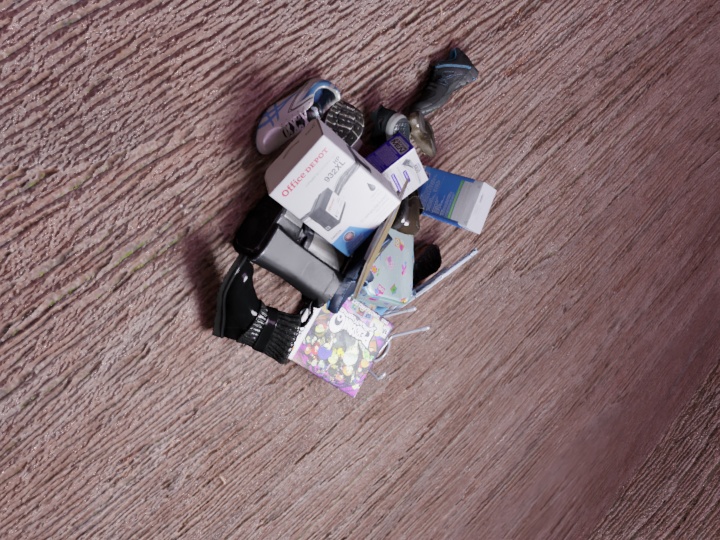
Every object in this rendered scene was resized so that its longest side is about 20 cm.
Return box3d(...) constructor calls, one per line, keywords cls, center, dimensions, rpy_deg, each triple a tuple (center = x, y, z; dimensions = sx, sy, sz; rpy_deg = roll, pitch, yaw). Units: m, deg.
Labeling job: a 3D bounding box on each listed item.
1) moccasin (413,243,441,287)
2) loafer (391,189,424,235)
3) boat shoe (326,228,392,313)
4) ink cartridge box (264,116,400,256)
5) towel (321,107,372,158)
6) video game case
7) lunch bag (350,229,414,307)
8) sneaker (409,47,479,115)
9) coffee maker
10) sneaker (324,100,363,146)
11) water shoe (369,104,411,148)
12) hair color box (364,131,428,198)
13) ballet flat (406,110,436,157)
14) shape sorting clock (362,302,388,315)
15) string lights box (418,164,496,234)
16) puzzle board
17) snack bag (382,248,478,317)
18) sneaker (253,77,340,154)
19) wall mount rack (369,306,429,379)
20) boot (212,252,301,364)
box3d(cls="moccasin", center=(0.128, -0.007, 1.804), dimensions=(0.201, 0.077, 0.075), rpy_deg=(-43, 119, -47))
box3d(cls="loafer", center=(0.097, -0.138, 1.651), dimensions=(0.071, 0.073, 0.202), rpy_deg=(38, 35, -23))
box3d(cls="boat shoe", center=(0.000, 0.000, 1.539), dimensions=(0.202, 0.068, 0.084), rpy_deg=(-61, 177, -7))
box3d(cls="ink cartridge box", center=(-0.050, -0.145, 1.376), dimensions=(0.145, 0.084, 0.199), rpy_deg=(-44, 121, 15))
box3d(cls="towel", center=(-0.048, -0.219, 1.566), dimensions=(0.200, 0.023, 0.145), rpy_deg=(40, 76, -48))
box3d(cls="video game case", center=(-0.050, 0.142, 1.642), dimensions=(0.199, 0.036, 0.183), rpy_deg=(34, 83, -21))
box3d(cls="lunch bag", center=(0.038, -0.030, 1.656), dimensions=(0.159, 0.076, 0.204), rpy_deg=(13, 72, -41))
box3d(cls="sneaker", center=(0.168, -0.407, 1.697), dimensions=(0.200, 0.073, 0.082), rpy_deg=(-43, 105, -22))
box3d(cls="coffee maker", center=(-0.132, -0.020, 1.459), dimensions=(0.199, 0.133, 0.195), rpy_deg=(33, 64, -39))
box3d(cls="sneaker", center=(-0.055, -0.234, 1.487), dimensions=(0.078, 0.089, 0.203), rpy_deg=(25, 69, -16))
box3d(cls="water shoe", center=(0.062, -0.271, 1.627), dimensions=(0.071, 0.079, 0.201), rpy_deg=(-42, 158, -21))
box3d(cls="hair color box", center=(0.031, -0.171, 1.559), dimensions=(0.199, 0.065, 0.110), rpy_deg=(-36, 145, -1))
box3d(cls="ballet flat", center=(0.129, -0.294, 1.678), dimensions=(0.200, 0.046, 0.069), rpy_deg=(26, 54, -72))
box3d(cls="shape sorting clock", center=(0.013, 0.058, 1.733), dimensions=(0.198, 0.039, 0.203), rpy_deg=(-21, 121, -40))
box3d(cls="string lights box", center=(0.191, -0.161, 1.708), dimensions=(0.059, 0.199, 0.104), rpy_deg=(21, 92, -47))
box3d(cls="puzzle board", center=(0.035, -0.061, 1.456), dimensions=(0.151, 0.017, 0.202), rpy_deg=(108, 7, -63))
box3d(cls="snack bag", center=(0.159, 0.026, 1.762), dimensions=(0.022, 0.199, 0.188), rpy_deg=(54, 40, 3))
box3d(cls="sneaker", center=(-0.117, -0.286, 1.429), dimensions=(0.200, 0.072, 0.072), rpy_deg=(-46, 136, -21))
box3d(cls="wall mount rack", center=(0.064, 0.155, 1.768), dimensions=(0.174, 0.074, 0.200), rpy_deg=(-49, 149, -7))
box3d(cls="boot", center=(-0.178, 0.070, 1.409), dimensions=(0.213, 0.156, 0.080), rpy_deg=(109, 2, -46))
